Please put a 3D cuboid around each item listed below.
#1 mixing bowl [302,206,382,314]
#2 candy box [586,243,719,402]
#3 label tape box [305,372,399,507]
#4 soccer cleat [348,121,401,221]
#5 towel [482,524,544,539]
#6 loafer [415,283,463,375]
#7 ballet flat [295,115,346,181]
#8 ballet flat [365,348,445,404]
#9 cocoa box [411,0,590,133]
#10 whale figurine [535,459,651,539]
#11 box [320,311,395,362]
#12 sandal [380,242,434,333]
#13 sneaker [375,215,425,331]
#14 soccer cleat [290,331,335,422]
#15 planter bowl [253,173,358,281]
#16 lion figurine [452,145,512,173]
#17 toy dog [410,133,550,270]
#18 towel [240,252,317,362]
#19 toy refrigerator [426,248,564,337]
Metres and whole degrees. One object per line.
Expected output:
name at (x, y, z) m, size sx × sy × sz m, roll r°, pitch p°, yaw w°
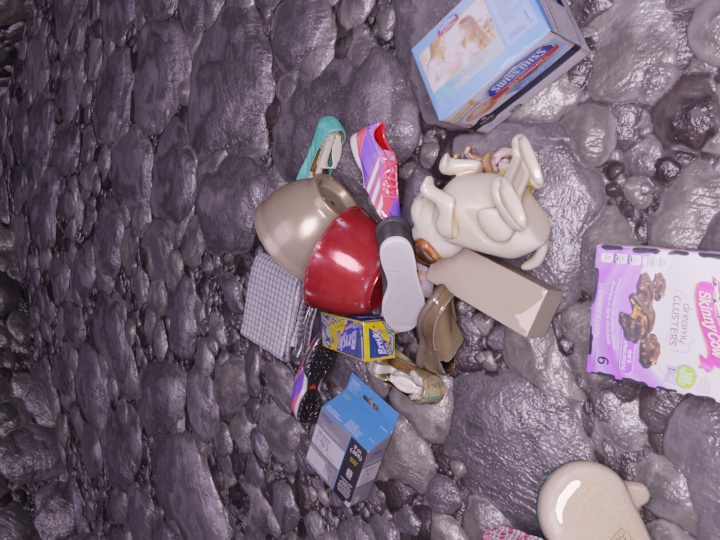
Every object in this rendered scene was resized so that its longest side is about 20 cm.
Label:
mixing bowl at (0.000, 0.000, 1.055) m, size 0.107 × 0.199 × 0.203 m, roll 27°, pitch 112°, yaw 22°
candy box at (0.391, 0.059, 0.732) m, size 0.198 × 0.071 × 0.171 m, roll 8°, pitch 98°, yaw 45°
label tape box at (-0.021, 0.327, 1.164) m, size 0.143 × 0.063 × 0.203 m, roll 34°, pitch 115°, yaw 38°
soccer cleat at (0.041, -0.172, 1.079) m, size 0.073 × 0.068 × 0.203 m, roll -28°, pitch 72°, yaw 33°
towel at (0.251, 0.443, 0.842) m, size 0.148 × 0.030 × 0.200 m, roll 62°, pitch 163°, yaw 10°
loafer at (0.133, 0.099, 0.963) m, size 0.067 × 0.076 × 0.202 m, roll 24°, pitch 147°, yaw 21°
ballet flat at (-0.080, -0.204, 1.190) m, size 0.070 × 0.066 × 0.203 m, roll 42°, pitch 119°, yaw 44°
ballet flat at (0.062, 0.183, 1.072) m, size 0.198 × 0.070 × 0.072 m, roll 24°, pitch 109°, yaw 42°
cocoa box at (0.197, -0.317, 0.864) m, size 0.199 × 0.130 × 0.135 m, roll -34°, pitch 69°, yaw 40°
whale figurine at (0.328, 0.350, 0.802) m, size 0.199 × 0.104 × 0.159 m, roll 41°, pitch 83°, yaw 12°
box at (-0.009, 0.116, 1.096) m, size 0.199 × 0.063 × 0.072 m, roll -177°, pitch 85°, yaw -65°
sandal at (0.088, 0.035, 1.024) m, size 0.060 × 0.078 × 0.210 m, roll -95°, pitch 19°, yaw -61°
sneaker at (0.064, 0.002, 0.956) m, size 0.100 × 0.069 × 0.202 m, roll -89°, pitch -8°, yaw -50°
soccer cleat at (-0.104, 0.211, 1.234) m, size 0.073 × 0.067 × 0.204 m, roll 36°, pitch 116°, yaw 52°
planter bowl at (-0.083, -0.093, 1.122) m, size 0.134 × 0.199 × 0.202 m, roll -41°, pitch 64°, yaw 27°
lion figurine at (0.186, -0.114, 0.941) m, size 0.122 × 0.072 × 0.202 m, roll 38°, pitch 133°, yaw 22°
toy dog at (0.160, -0.081, 0.858) m, size 0.198 × 0.194 × 0.141 m, roll -9°, pitch 45°, yaw 42°
towel at (-0.166, 0.075, 1.286) m, size 0.164 × 0.085 × 0.204 m, roll 21°, pitch 105°, yaw 41°
toy refrigerator at (0.204, 0.022, 0.922) m, size 0.199 × 0.069 × 0.077 m, roll 31°, pitch 106°, yaw 39°
